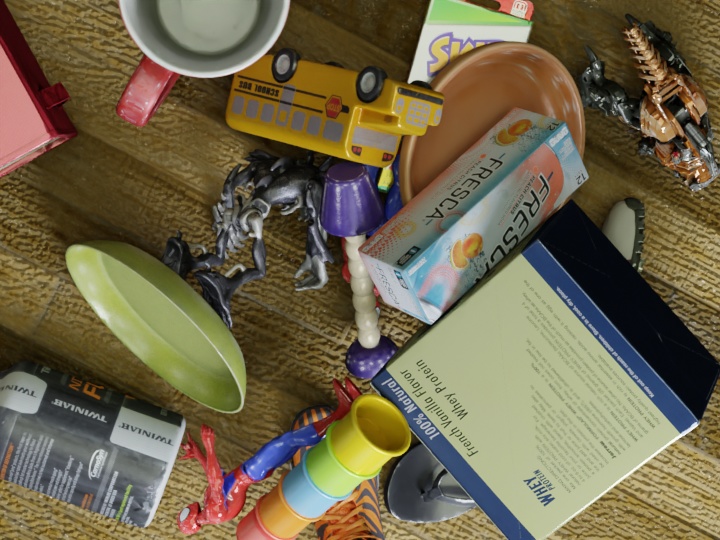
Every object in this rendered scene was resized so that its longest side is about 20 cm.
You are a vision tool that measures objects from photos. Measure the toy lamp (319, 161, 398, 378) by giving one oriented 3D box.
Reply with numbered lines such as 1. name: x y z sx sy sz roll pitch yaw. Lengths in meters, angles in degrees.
1. toy lamp: 0.000 0.000 1.556 0.058 0.058 0.200 -12 123 -3

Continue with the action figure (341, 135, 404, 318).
1. action figure: 0.017 -0.045 1.598 0.065 0.052 0.200 3 114 -5

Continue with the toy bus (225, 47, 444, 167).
1. toy bus: -0.024 -0.137 1.527 0.065 0.200 0.078 11 95 -45

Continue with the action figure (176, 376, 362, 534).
1. action figure: -0.099 0.147 1.591 0.200 0.065 0.099 -42 78 10

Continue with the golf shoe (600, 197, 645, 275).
1. golf shoe: 0.194 0.023 1.619 0.088 0.077 0.200 21 94 -1

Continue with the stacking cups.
1. stacking cups: -0.038 0.185 1.542 0.060 0.061 0.200 38 125 -7

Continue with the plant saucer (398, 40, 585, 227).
1. plant saucer: 0.110 -0.102 1.578 0.200 0.037 0.201 -14 115 -33

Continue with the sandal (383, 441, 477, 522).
1. sandal: 0.117 0.179 1.644 0.200 0.043 0.076 -14 96 -3

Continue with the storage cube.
1. storage cube: -0.360 -0.150 1.514 0.200 0.171 0.180 -29 96 0

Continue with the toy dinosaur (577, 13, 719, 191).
1. toy dinosaur: 0.264 -0.151 1.570 0.102 0.136 0.200 -23 139 -16

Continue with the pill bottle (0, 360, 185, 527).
1. pill bottle: -0.261 0.144 1.582 0.200 0.106 0.106 20 94 -6

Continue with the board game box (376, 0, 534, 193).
1. board game box: 0.085 -0.155 1.617 0.095 0.030 0.200 16 92 -5

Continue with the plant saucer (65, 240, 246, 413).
1. plant saucer: -0.167 0.041 1.544 0.200 0.200 0.031 44 68 -7

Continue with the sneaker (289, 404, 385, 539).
1. sneaker: -0.009 0.218 1.604 0.077 0.112 0.200 -20 96 -2

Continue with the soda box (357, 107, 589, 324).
1. soda box: 0.096 -0.048 1.517 0.200 0.068 0.064 -42 127 -18

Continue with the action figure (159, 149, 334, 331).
1. action figure: -0.086 -0.035 1.576 0.119 0.102 0.200 24 51 29

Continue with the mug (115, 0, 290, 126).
1. mug: -0.146 -0.216 1.507 0.177 0.200 0.134 -30 97 0

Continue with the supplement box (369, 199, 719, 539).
1. supplement box: 0.158 0.089 1.532 0.200 0.134 0.200 -42 89 25
